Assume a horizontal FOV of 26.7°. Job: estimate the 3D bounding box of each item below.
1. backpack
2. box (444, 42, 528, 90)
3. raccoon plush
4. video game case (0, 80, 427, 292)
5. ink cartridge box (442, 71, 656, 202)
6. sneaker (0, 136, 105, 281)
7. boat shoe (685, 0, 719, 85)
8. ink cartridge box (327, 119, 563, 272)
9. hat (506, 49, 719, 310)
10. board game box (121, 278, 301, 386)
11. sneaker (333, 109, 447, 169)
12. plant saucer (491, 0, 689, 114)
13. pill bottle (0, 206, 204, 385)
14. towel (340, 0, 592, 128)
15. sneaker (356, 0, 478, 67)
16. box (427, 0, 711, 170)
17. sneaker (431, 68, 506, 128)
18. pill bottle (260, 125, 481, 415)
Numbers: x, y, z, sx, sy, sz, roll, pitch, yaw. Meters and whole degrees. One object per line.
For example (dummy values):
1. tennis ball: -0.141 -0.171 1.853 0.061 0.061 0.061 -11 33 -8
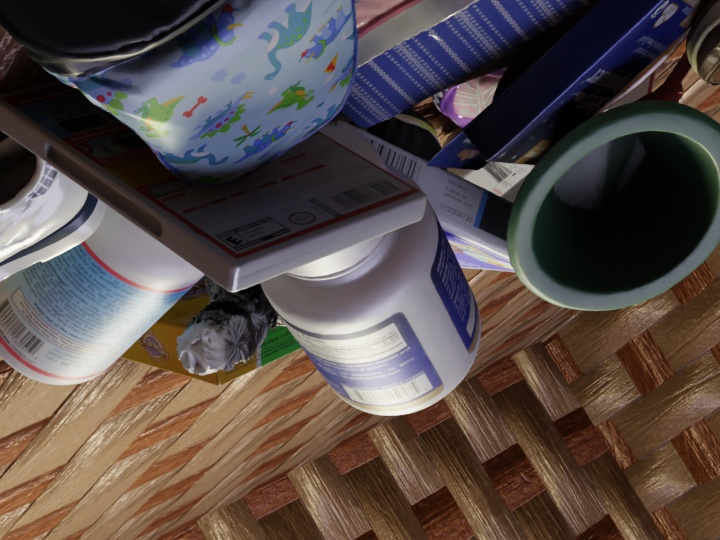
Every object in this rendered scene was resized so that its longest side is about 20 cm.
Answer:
1. backpack: -0.075 -0.123 0.709 0.163 0.154 0.200 -39 -178 -6
2. box: 0.115 -0.194 1.057 0.199 0.069 0.082 -24 164 -38
3. raccoon plush: -0.107 -0.007 1.056 0.133 0.098 0.200 8 -161 29
4. video game case: -0.082 -0.060 0.810 0.142 0.199 0.018 -22 134 -43
5. ink cartridge box: 0.156 -0.116 1.347 0.200 0.084 0.145 -38 -165 33
6. sneaker: -0.244 -0.018 0.867 0.199 0.077 0.081 -37 158 -1
7. boat shoe: 0.272 -0.157 0.967 0.074 0.075 0.202 -18 166 -17
8. ink cartridge box: 0.018 -0.050 1.118 0.197 0.044 0.199 23 170 -25
9. hat: 0.162 -0.087 1.078 0.199 0.177 0.166 17 119 -33
10. board game box: -0.116 0.030 1.190 0.152 0.041 0.199 -24 -158 -39
11. sneaker: 0.020 -0.086 1.217 0.072 0.083 0.199 -39 164 30
12. plant saucer: 0.183 -0.163 1.099 0.199 0.032 0.201 -33 162 -12
13. pill bottle: -0.157 -0.017 0.975 0.108 0.109 0.200 -19 164 -50
14. towel: 0.047 -0.167 0.923 0.199 0.024 0.145 -28 145 20
15. sneaker: -0.006 -0.167 0.825 0.075 0.105 0.200 -42 -168 -32
16. box: 0.140 -0.124 0.998 0.200 0.033 0.121 -42 167 19
17. sneaker: 0.116 -0.146 1.225 0.080 0.089 0.200 -31 170 -13
18. pill bottle: 0.000 0.000 0.972 0.119 0.120 0.200 -32 146 -1
